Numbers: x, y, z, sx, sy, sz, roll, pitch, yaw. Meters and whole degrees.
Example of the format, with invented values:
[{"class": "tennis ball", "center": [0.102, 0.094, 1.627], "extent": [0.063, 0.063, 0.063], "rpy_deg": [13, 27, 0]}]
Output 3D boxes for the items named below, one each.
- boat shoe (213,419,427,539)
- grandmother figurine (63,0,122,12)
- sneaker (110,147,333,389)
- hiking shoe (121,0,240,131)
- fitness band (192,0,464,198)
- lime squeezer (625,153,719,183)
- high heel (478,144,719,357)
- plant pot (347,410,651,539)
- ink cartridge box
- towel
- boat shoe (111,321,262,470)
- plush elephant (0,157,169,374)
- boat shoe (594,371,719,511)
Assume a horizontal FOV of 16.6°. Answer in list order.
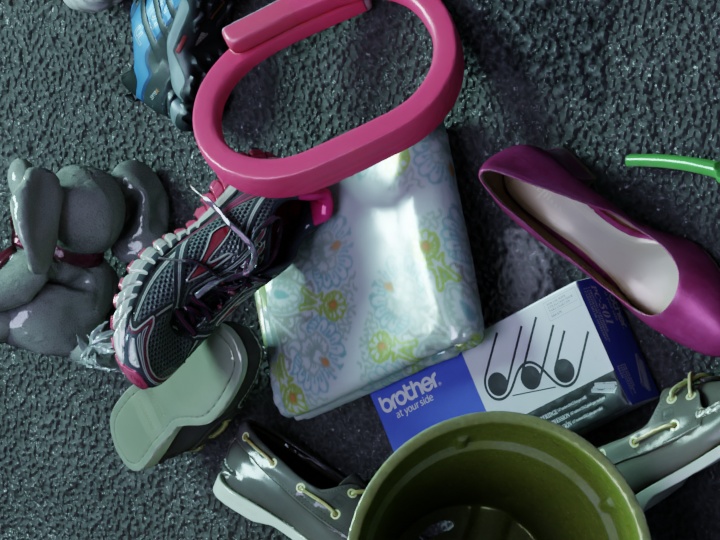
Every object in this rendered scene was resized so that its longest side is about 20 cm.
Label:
[{"class": "boat shoe", "center": [-0.018, 0.175, 1.807], "extent": [0.200, 0.072, 0.061], "rpy_deg": [25, 104, 24]}, {"class": "grandmother figurine", "center": [-0.172, -0.259, 1.826], "extent": [0.060, 0.122, 0.200], "rpy_deg": [34, 140, -8]}, {"class": "sneaker", "center": [-0.100, -0.002, 1.720], "extent": [0.074, 0.081, 0.200], "rpy_deg": [21, 67, 38]}, {"class": "hiking shoe", "center": [-0.134, -0.206, 1.821], "extent": [0.086, 0.074, 0.201], "rpy_deg": [24, 112, 29]}, {"class": "fitness band", "center": [-0.024, -0.130, 1.724], "extent": [0.199, 0.037, 0.144], "rpy_deg": [-25, 60, 3]}, {"class": "lime squeezer", "center": [0.260, -0.041, 1.600], "extent": [0.200, 0.038, 0.071], "rpy_deg": [40, 150, 23]}, {"class": "high heel", "center": [0.164, -0.011, 1.628], "extent": [0.200, 0.096, 0.067], "rpy_deg": [50, 122, 18]}, {"class": "plant pot", "center": [0.083, 0.209, 1.652], "extent": [0.199, 0.184, 0.202], "rpy_deg": [1, 77, -4]}, {"class": "ink cartridge box", "center": [0.105, 0.086, 1.721], "extent": [0.199, 0.044, 0.095], "rpy_deg": [-29, 79, 36]}, {"class": "towel", "center": [0.000, 0.000, 1.760], "extent": [0.199, 0.048, 0.172], "rpy_deg": [-26, 69, 39]}, {"class": "boat shoe", "center": [-0.120, 0.086, 1.831], "extent": [0.201, 0.060, 0.072], "rpy_deg": [-40, 70, 51]}, {"class": "plush elephant", "center": [-0.236, -0.018, 1.881], "extent": [0.199, 0.164, 0.156], "rpy_deg": [15, 95, 37]}, {"class": "boat shoe", "center": [0.214, 0.105, 1.629], "extent": [0.202, 0.072, 0.060], "rpy_deg": [-40, 80, 38]}]
